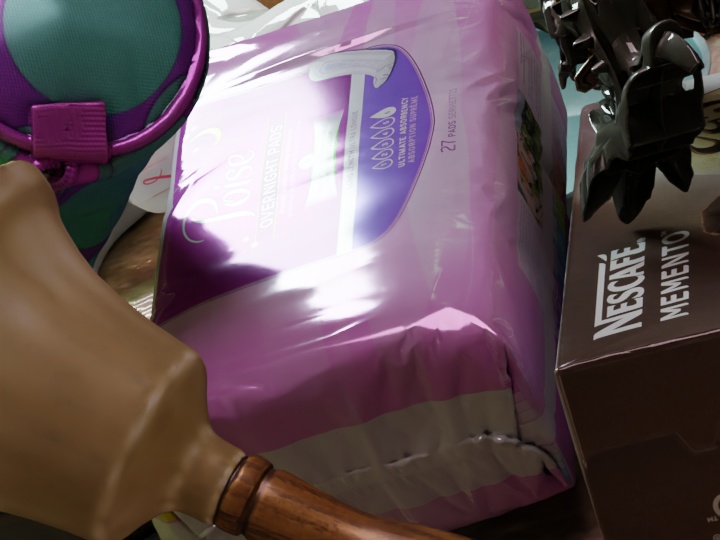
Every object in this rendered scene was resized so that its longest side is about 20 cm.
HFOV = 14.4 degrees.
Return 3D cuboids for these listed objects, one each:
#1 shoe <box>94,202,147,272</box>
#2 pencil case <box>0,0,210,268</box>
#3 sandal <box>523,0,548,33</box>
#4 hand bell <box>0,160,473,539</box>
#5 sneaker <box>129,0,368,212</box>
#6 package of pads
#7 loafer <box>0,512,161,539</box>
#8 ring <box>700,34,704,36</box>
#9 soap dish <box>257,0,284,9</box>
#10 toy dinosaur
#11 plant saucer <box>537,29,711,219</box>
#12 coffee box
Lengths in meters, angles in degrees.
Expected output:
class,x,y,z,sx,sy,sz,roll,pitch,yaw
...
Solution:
class,x,y,z,sx,sy,sz,roll,pitch,yaw
shoe,-0.135,-0.044,1.140,0.071,0.091,0.200,-7,24,29
pencil case,-0.110,-0.026,0.862,0.085,0.200,0.093,15,60,-11
sandal,0.050,-0.122,1.025,0.080,0.054,0.200,26,9,10
hand bell,-0.024,0.062,0.731,0.200,0.104,0.104,27,35,9
sneaker,-0.038,-0.054,1.028,0.099,0.078,0.200,-42,19,-27
package of pads,0.000,0.000,0.862,0.120,0.076,0.200,-16,35,14
loafer,-0.146,0.074,0.895,0.200,0.063,0.072,-10,22,21
ring,0.174,-0.094,1.107,0.200,0.019,0.201,-16,22,6
soap dish,-0.014,-0.139,1.219,0.157,0.081,0.200,5,17,-9
toy dinosaur,0.077,-0.095,0.789,0.102,0.136,0.200,-30,-25,12
plant saucer,0.037,-0.032,1.032,0.200,0.036,0.200,-20,21,8
coffee box,0.121,0.009,0.809,0.113,0.080,0.200,-13,21,13
